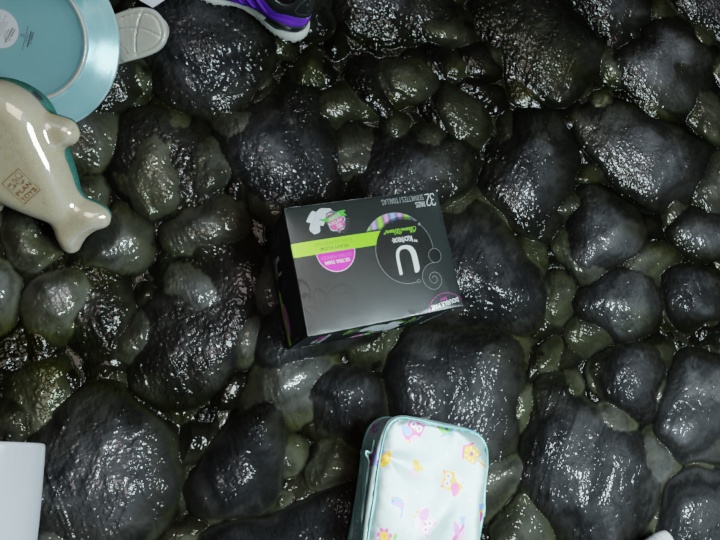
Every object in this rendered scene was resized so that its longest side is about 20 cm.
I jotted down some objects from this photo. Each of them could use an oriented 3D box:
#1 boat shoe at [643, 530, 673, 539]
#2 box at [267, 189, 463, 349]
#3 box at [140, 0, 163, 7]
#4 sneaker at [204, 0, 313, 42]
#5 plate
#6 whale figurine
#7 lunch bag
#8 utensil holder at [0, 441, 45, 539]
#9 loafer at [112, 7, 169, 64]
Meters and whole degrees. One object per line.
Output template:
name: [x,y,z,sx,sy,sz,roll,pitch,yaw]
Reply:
boat shoe: [0.435,0.444,0.879,0.068,0.071,0.204,-23,84,-19]
box: [0.000,0.000,0.817,0.195,0.124,0.152,-9,80,-20]
box: [-0.268,-0.459,0.842,0.115,0.060,0.204,-23,83,19]
sneaker: [-0.148,-0.386,0.870,0.196,0.100,0.071,23,71,-8]
plate: [-0.378,-0.265,0.765,0.195,0.026,0.206,-1,102,-4]
whale figurine: [-0.365,-0.120,0.750,0.158,0.104,0.201,-35,111,16]
lunch bag: [0.066,0.275,0.800,0.157,0.077,0.205,13,74,-13]
utensil holder: [-0.386,0.263,0.612,0.166,0.170,0.205,4,74,-16]
loafer: [-0.329,-0.273,0.814,0.195,0.063,0.074,-12,106,-4]
